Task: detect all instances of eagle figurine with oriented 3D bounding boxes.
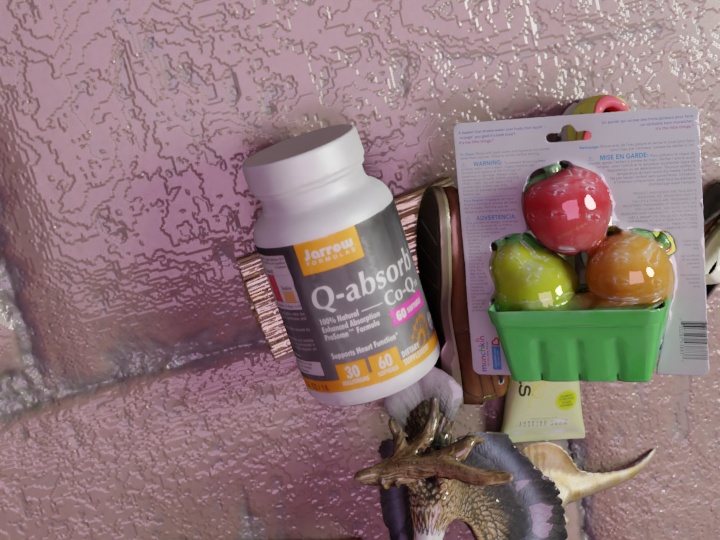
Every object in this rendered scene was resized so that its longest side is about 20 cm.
[{"bbox_3d":[0.071,0.191,0.991,0.151,0.152,0.200,-46,145,-3],"label":"eagle figurine"}]

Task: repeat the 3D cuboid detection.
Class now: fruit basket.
[{"bbox_3d":[0.167,-0.018,0.906,0.184,0.094,0.202,-3,96,19],"label":"fruit basket"}]

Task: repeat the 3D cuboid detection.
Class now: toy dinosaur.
[{"bbox_3d":[0.171,0.200,1.061,0.198,0.058,0.102,5,104,-7],"label":"toy dinosaur"}]

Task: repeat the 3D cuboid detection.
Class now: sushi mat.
[{"bbox_3d":[0.000,0.000,1.011,0.199,0.012,0.096,-22,107,0],"label":"sushi mat"}]

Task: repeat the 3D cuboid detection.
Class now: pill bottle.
[{"bbox_3d":[-0.017,-0.005,0.942,0.116,0.116,0.201,-19,106,0],"label":"pill bottle"}]

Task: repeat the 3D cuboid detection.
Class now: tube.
[{"bbox_3d":[0.159,0.058,1.027,0.058,0.052,0.202,14,115,37],"label":"tube"}]

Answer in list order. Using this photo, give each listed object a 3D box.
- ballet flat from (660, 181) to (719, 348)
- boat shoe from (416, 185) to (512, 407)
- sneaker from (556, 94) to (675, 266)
[{"bbox_3d":[0.274,0.006,1.012,0.068,0.068,0.201,32,100,-15],"label":"ballet flat"},{"bbox_3d":[0.089,0.019,0.989,0.067,0.072,0.201,-10,118,-8],"label":"boat shoe"},{"bbox_3d":[0.212,-0.049,0.948,0.078,0.090,0.201,-21,84,-6],"label":"sneaker"}]
